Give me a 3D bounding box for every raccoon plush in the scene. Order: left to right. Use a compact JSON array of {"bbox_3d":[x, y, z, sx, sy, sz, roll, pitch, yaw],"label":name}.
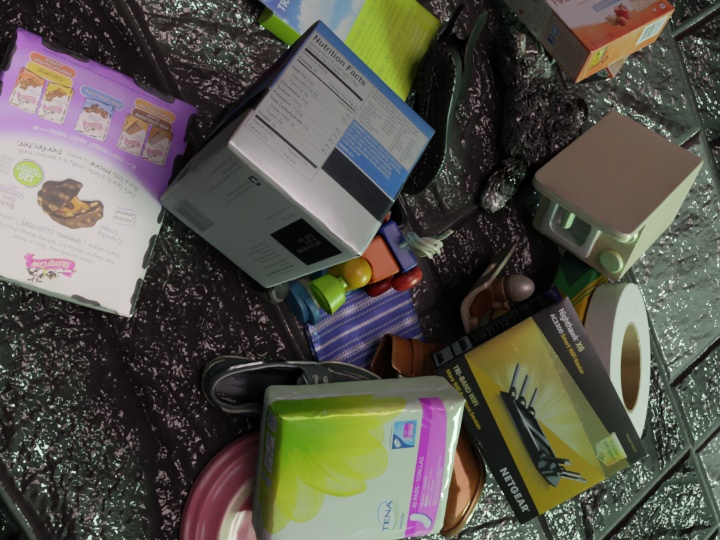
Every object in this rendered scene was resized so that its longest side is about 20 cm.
[{"bbox_3d":[0.180,-0.186,0.970,0.134,0.096,0.201,42,72,-16],"label":"raccoon plush"}]

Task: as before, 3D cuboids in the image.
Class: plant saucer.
[{"bbox_3d":[-0.086,0.269,0.853,0.198,0.051,0.205,-2,94,-30],"label":"plant saucer"}]

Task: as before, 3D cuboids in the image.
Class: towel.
[{"bbox_3d":[0.022,0.115,0.925,0.143,0.024,0.203,-24,104,-28],"label":"towel"}]

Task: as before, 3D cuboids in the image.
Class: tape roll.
[{"bbox_3d":[0.310,0.115,0.989,0.202,0.037,0.207,4,85,-58],"label":"tape roll"}]

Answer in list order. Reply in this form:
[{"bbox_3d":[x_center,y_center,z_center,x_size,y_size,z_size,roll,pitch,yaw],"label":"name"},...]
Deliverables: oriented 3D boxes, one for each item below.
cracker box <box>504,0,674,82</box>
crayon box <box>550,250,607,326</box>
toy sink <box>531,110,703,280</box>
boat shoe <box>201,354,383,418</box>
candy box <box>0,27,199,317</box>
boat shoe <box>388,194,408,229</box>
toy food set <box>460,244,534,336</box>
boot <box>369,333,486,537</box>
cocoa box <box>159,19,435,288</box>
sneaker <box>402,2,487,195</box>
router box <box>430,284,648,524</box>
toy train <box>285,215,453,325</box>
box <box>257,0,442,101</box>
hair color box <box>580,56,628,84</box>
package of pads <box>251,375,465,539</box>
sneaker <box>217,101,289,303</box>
[{"bbox_3d":[0.244,-0.329,0.951,0.133,0.058,0.201,-29,70,-19],"label":"cracker box"},{"bbox_3d":[0.258,0.086,0.986,0.201,0.050,0.128,-57,135,-41],"label":"crayon box"},{"bbox_3d":[0.292,-0.079,0.978,0.199,0.130,0.113,-38,152,-36],"label":"toy sink"},{"bbox_3d":[-0.061,0.126,0.823,0.196,0.062,0.074,10,91,-11],"label":"boat shoe"},{"bbox_3d":[-0.257,-0.079,0.726,0.166,0.071,0.203,21,81,-29],"label":"candy box"},{"bbox_3d":[-0.015,-0.122,0.870,0.075,0.062,0.202,-38,110,-23],"label":"boat shoe"},{"bbox_3d":[0.181,0.086,0.954,0.143,0.060,0.203,-40,115,-61],"label":"toy food set"},{"bbox_3d":[0.065,0.178,0.903,0.153,0.073,0.203,24,65,-31],"label":"boot"},{"bbox_3d":[-0.059,-0.086,0.689,0.133,0.199,0.132,39,67,-17],"label":"cocoa box"},{"bbox_3d":[0.091,-0.191,0.922,0.104,0.059,0.203,-50,156,-59],"label":"sneaker"},{"bbox_3d":[0.189,0.143,0.870,0.156,0.052,0.202,-30,101,5],"label":"router box"},{"bbox_3d":[0.000,0.000,0.804,0.115,0.199,0.085,-34,97,-22],"label":"toy train"},{"bbox_3d":[-0.016,-0.271,0.871,0.199,0.047,0.123,32,76,-27],"label":"box"},{"bbox_3d":[0.326,-0.354,1.058,0.111,0.064,0.201,43,73,-24],"label":"hair color box"},{"bbox_3d":[-0.004,0.189,0.800,0.197,0.068,0.157,1,109,-22],"label":"package of pads"},{"bbox_3d":[-0.087,-0.070,0.824,0.078,0.075,0.204,-12,98,-31],"label":"sneaker"}]
